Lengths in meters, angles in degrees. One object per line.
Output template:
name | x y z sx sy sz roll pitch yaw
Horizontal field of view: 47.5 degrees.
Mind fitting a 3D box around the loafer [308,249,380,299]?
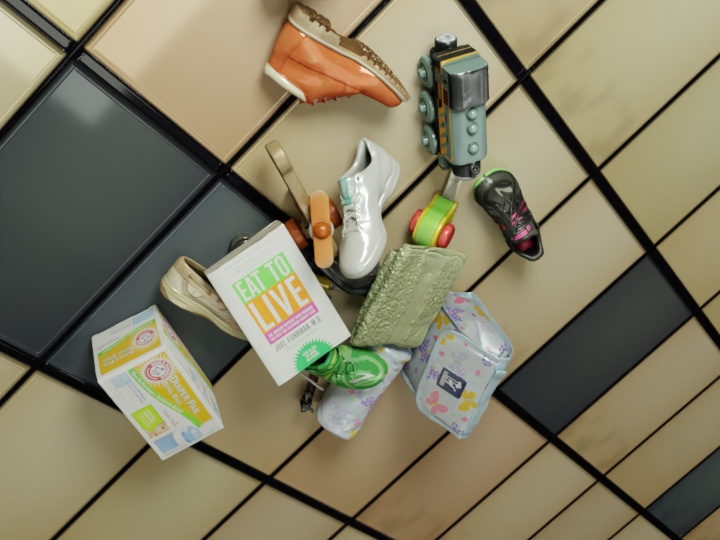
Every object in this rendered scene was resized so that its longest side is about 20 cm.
loafer | 0.000 0.000 1.273 0.199 0.073 0.073 27 101 -46

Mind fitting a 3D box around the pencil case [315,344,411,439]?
pencil case | 0.005 0.193 1.394 0.090 0.083 0.201 28 109 -13

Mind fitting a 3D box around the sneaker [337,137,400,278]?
sneaker | -0.005 -0.090 1.141 0.075 0.202 0.088 -5 150 34

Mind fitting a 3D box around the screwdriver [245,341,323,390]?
screwdriver | -0.127 0.142 1.310 0.028 0.029 0.200 -45 113 7

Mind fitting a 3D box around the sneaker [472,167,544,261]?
sneaker | 0.246 -0.088 1.305 0.077 0.084 0.200 -40 130 6

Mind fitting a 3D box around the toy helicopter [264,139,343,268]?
toy helicopter | -0.078 -0.091 1.125 0.078 0.133 0.201 -29 130 -1

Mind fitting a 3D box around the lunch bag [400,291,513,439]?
lunch bag | 0.157 0.151 1.359 0.126 0.201 0.171 6 121 -28

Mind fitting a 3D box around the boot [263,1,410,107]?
boot | -0.030 -0.254 1.078 0.199 0.075 0.108 26 113 -27

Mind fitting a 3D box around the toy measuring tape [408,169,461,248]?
toy measuring tape | 0.121 -0.097 1.250 0.073 0.074 0.202 5 119 -27

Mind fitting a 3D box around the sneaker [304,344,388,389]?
sneaker | -0.047 0.144 1.286 0.198 0.083 0.075 19 89 -18

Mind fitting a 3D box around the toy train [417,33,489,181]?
toy train | 0.133 -0.223 1.140 0.084 0.114 0.202 -16 128 -12

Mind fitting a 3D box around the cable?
cable | -0.128 0.012 1.250 0.199 0.051 0.097 36 117 -25

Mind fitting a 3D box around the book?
book | -0.119 0.049 1.191 0.133 0.048 0.201 -35 110 -10

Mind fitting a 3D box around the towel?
towel | 0.073 0.043 1.272 0.147 0.037 0.201 4 127 -35

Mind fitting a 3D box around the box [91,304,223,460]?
box | -0.302 0.169 1.228 0.112 0.102 0.201 -28 130 -3

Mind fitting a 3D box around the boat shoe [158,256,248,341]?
boat shoe | -0.197 0.044 1.208 0.199 0.071 0.065 29 109 -35

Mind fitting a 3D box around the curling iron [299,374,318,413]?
curling iron | -0.069 0.159 1.364 0.025 0.050 0.202 11 118 -12
